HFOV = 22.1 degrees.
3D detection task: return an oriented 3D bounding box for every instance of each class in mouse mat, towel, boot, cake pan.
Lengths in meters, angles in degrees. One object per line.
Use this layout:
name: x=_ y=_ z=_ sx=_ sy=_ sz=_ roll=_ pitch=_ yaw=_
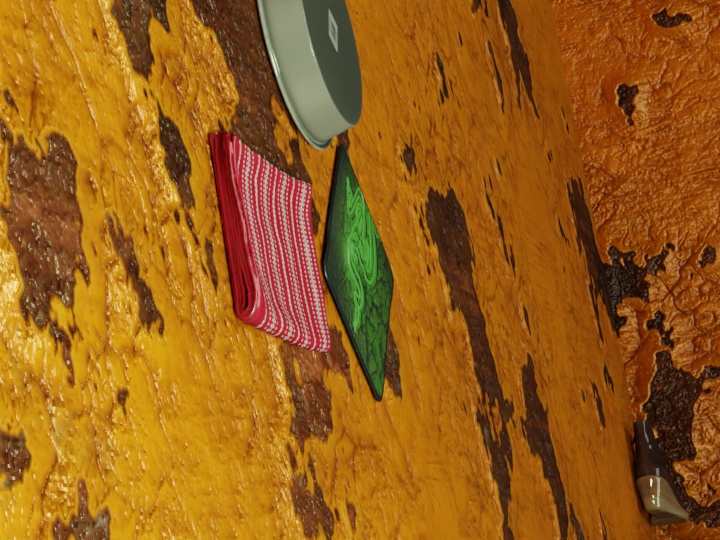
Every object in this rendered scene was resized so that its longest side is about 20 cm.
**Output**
mouse mat: x=0.000 y=0.000 z=1.662 sx=0.201 sy=0.007 sz=0.162 roll=-85 pitch=158 yaw=-53
towel: x=-0.063 y=-0.018 z=1.397 sx=0.200 sy=0.022 sz=0.146 roll=30 pitch=50 yaw=-72
boot: x=0.538 y=0.366 z=3.317 sx=0.200 sy=0.072 sz=0.167 roll=42 pitch=40 yaw=-61
cake pan: x=-0.042 y=-0.207 z=1.615 sx=0.200 sy=0.036 sz=0.202 roll=-13 pitch=90 yaw=-76
